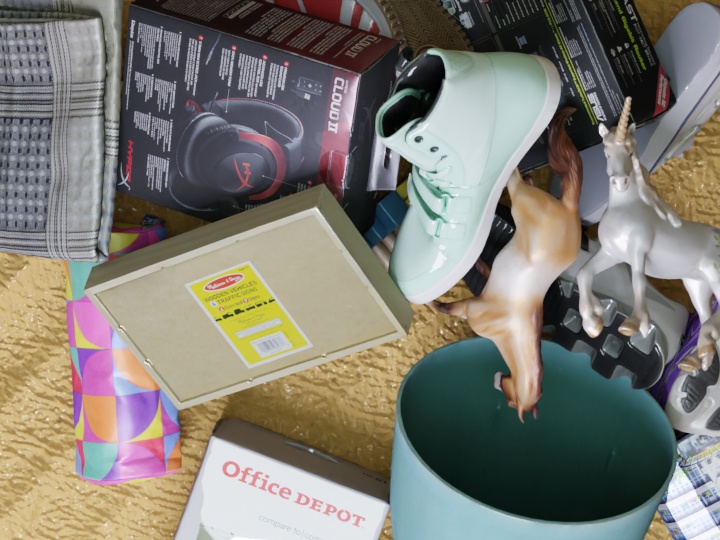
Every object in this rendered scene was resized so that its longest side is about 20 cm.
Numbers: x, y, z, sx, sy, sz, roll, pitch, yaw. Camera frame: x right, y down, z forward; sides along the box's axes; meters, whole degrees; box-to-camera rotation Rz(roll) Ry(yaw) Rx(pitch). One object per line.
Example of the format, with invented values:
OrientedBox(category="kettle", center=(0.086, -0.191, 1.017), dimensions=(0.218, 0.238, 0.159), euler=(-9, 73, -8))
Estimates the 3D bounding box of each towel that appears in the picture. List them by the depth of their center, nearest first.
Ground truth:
OrientedBox(category="towel", center=(-0.244, -0.111, 1.678), dimensions=(0.192, 0.034, 0.201), euler=(9, 97, 45))

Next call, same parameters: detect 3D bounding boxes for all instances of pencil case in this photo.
OrientedBox(category="pencil case", center=(-0.178, 0.057, 1.724), dimensions=(0.088, 0.088, 0.201), euler=(-3, 94, 3))

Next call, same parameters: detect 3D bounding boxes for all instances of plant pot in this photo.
OrientedBox(category="plant pot", center=(0.111, 0.171, 1.663), dimensions=(0.200, 0.201, 0.161), euler=(12, 126, 2))

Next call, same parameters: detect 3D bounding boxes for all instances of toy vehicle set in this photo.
OrientedBox(category="toy vehicle set", center=(-0.079, 0.022, 1.628), dimensions=(0.199, 0.027, 0.124), euler=(-18, 123, 27))

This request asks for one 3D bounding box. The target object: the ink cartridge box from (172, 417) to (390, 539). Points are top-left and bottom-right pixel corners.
OrientedBox(category="ink cartridge box", center=(-0.074, 0.229, 1.732), dimensions=(0.144, 0.085, 0.201), euler=(20, 95, 1))

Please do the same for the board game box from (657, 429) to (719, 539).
OrientedBox(category="board game box", center=(0.333, 0.179, 1.716), dimensions=(0.199, 0.062, 0.200), euler=(-31, 93, 6))

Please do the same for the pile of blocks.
OrientedBox(category="pile of blocks", center=(0.000, 0.000, 1.706), dimensions=(0.200, 0.082, 0.062), euler=(-40, 92, 6))

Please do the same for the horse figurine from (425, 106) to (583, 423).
OrientedBox(category="horse figurine", center=(0.108, -0.013, 1.611), dimensions=(0.050, 0.133, 0.201), euler=(5, 118, -39))

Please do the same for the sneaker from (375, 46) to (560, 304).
OrientedBox(category="sneaker", center=(0.040, -0.069, 1.572), dimensions=(0.118, 0.074, 0.201), euler=(7, 122, -37))

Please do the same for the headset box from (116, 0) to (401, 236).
OrientedBox(category="headset box", center=(-0.065, -0.104, 1.626), dimensions=(0.199, 0.075, 0.149), euler=(18, 120, 18))

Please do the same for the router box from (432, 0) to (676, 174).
OrientedBox(category="router box", center=(0.117, -0.176, 1.654), dimensions=(0.150, 0.062, 0.201), euler=(-20, 95, 42))

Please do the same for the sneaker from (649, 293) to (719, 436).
OrientedBox(category="sneaker", center=(0.276, 0.027, 1.701), dimensions=(0.081, 0.083, 0.200), euler=(43, 81, -21))

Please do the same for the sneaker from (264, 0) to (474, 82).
OrientedBox(category="sneaker", center=(0.004, -0.159, 1.667), dimensions=(0.200, 0.071, 0.112), euler=(55, 137, 6))

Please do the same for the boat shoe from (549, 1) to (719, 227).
OrientedBox(category="boat shoe", center=(0.218, -0.106, 1.688), dimensions=(0.070, 0.071, 0.200), euler=(15, 121, -40))

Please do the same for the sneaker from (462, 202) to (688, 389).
OrientedBox(category="sneaker", center=(0.150, 0.003, 1.697), dimensions=(0.200, 0.088, 0.074), euler=(37, 132, 9))

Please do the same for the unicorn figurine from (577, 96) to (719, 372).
OrientedBox(category="unicorn figurine", center=(0.204, -0.015, 1.600), dimensions=(0.200, 0.074, 0.138), euler=(26, 69, -41))
